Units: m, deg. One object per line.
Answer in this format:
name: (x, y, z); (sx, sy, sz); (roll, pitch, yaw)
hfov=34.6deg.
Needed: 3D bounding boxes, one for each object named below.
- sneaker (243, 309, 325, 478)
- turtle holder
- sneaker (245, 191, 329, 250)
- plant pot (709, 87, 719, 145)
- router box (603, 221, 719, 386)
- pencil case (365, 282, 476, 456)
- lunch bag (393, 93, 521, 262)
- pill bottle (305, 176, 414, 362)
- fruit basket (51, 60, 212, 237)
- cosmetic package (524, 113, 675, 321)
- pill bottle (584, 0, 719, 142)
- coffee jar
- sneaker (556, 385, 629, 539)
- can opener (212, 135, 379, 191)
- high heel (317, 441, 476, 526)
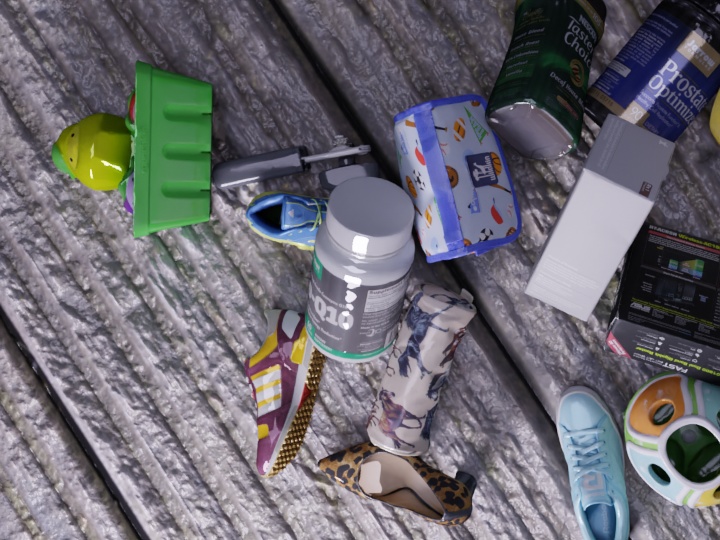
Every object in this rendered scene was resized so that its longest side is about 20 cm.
sneaker: (-0.104, 0.147, 1.401); (0.089, 0.075, 0.202); (18, 91, 17)
turtle holder: (0.369, 0.206, 1.270); (0.139, 0.132, 0.188); (-15, 90, 11)
sneaker: (-0.045, -0.052, 1.354); (0.197, 0.105, 0.077); (4, 95, 11)
plant pot: (0.457, -0.167, 1.220); (0.141, 0.199, 0.202); (30, 99, 26)
router box: (0.376, 0.042, 1.258); (0.198, 0.062, 0.151); (18, 53, 9)
pencil case: (0.073, 0.114, 1.357); (0.077, 0.089, 0.202); (24, 98, 35)
lunch bag: (0.104, -0.100, 1.274); (0.122, 0.200, 0.172); (-15, 90, 11)
pill bottle: (0.000, 0.000, 1.297); (0.112, 0.114, 0.201); (19, 136, 9)
fruit basket: (-0.276, -0.143, 1.382); (0.213, 0.155, 0.219); (-1, 94, -7)
cosmetic package: (0.256, -0.054, 1.246); (0.089, 0.107, 0.201); (24, 136, 9)
pill bottle: (0.342, -0.225, 1.264); (0.112, 0.112, 0.201); (40, 100, 6)
coffee jar: (0.206, -0.229, 1.257); (0.085, 0.104, 0.202); (-13, 52, 46)
sneaker: (0.272, 0.234, 1.323); (0.073, 0.082, 0.202); (-16, 91, 11)
can opener: (-0.079, -0.120, 1.382); (0.197, 0.053, 0.067); (-6, 93, 11)
high heel: (0.035, 0.248, 1.339); (0.197, 0.143, 0.072); (7, 95, 10)
